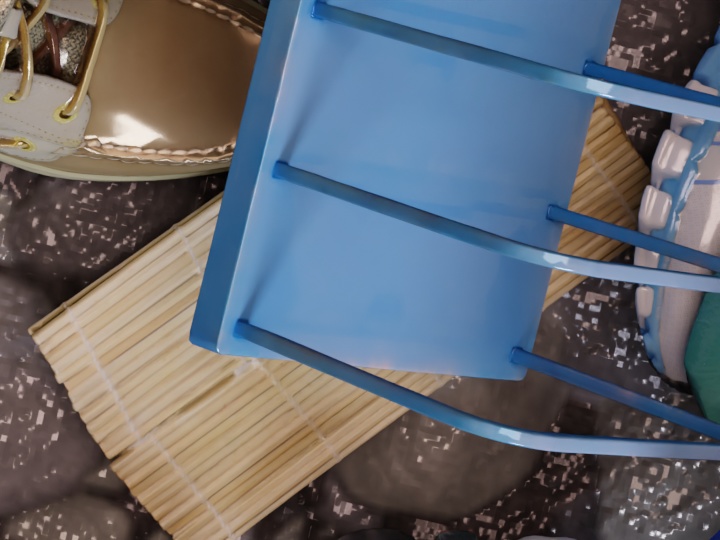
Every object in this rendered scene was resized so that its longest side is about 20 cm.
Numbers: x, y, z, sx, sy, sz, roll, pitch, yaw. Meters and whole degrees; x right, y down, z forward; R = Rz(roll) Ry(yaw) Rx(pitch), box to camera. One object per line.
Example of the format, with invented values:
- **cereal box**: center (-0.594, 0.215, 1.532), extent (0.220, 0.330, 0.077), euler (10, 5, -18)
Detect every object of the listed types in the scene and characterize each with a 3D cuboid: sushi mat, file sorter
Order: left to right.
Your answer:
- **sushi mat**: center (0.000, 0.000, 0.928), extent (0.200, 0.012, 0.096), euler (-36, 112, -10)
- **file sorter**: center (0.062, -0.056, 0.835), extent (0.138, 0.122, 0.201), euler (7, 99, -48)

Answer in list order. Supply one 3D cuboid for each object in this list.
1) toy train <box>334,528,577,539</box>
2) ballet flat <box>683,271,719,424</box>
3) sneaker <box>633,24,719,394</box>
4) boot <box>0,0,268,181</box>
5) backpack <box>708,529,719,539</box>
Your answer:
- **toy train**: center (0.037, 0.166, 0.878), extent (0.113, 0.085, 0.201), euler (-1, 53, -6)
- **ballet flat**: center (0.173, -0.023, 0.874), extent (0.067, 0.070, 0.200), euler (39, 93, -23)
- **sneaker**: center (0.149, -0.051, 0.924), extent (0.086, 0.075, 0.201), euler (20, 87, 20)
- **boot**: center (-0.102, -0.069, 0.843), extent (0.199, 0.155, 0.073), euler (13, 89, -11)
- **backpack**: center (0.168, 0.144, 0.829), extent (0.200, 0.168, 0.163), euler (35, 120, -7)
